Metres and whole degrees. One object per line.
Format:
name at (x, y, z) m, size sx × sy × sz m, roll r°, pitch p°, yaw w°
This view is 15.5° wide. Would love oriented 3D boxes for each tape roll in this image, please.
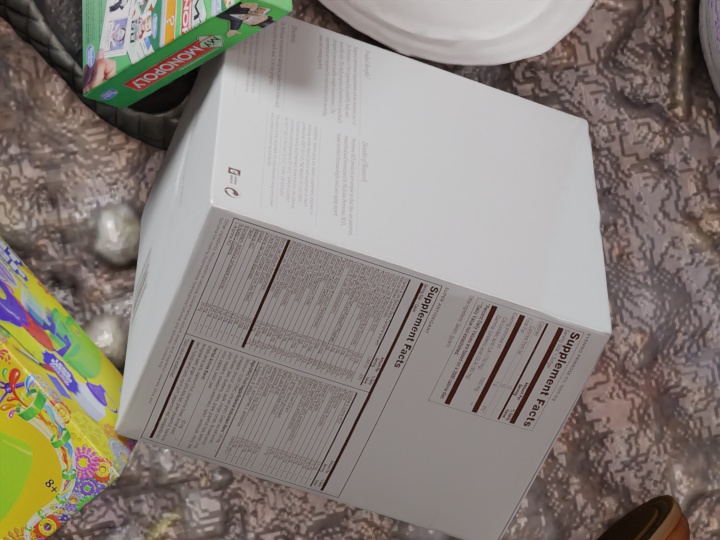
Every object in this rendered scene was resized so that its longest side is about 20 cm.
tape roll at (0.044, -0.204, 1.330) m, size 0.202 × 0.202 × 0.071 m, roll 41°, pitch 49°, yaw -8°

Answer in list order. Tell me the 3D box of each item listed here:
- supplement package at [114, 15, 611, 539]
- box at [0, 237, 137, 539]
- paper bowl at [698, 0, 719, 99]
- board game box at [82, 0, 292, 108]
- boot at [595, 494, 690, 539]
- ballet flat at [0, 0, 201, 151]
supplement package at (0.000, 0.000, 1.300) m, size 0.199 × 0.192 × 0.148 m, roll 18°, pitch 123°, yaw -11°
box at (-0.241, 0.067, 1.276) m, size 0.192 × 0.122 × 0.200 m, roll -40°, pitch 97°, yaw 10°
paper bowl at (0.280, -0.139, 1.430) m, size 0.199 × 0.104 × 0.202 m, roll 1°, pitch 87°, yaw -12°
board game box at (-0.090, -0.197, 1.311) m, size 0.029 × 0.134 × 0.202 m, roll 16°, pitch 62°, yaw -40°
boot at (0.160, 0.236, 1.405) m, size 0.155 × 0.077 × 0.201 m, roll 32°, pitch 85°, yaw -7°
ballet flat at (-0.135, -0.124, 1.365) m, size 0.200 × 0.057 × 0.067 m, roll 38°, pitch 79°, yaw -8°
